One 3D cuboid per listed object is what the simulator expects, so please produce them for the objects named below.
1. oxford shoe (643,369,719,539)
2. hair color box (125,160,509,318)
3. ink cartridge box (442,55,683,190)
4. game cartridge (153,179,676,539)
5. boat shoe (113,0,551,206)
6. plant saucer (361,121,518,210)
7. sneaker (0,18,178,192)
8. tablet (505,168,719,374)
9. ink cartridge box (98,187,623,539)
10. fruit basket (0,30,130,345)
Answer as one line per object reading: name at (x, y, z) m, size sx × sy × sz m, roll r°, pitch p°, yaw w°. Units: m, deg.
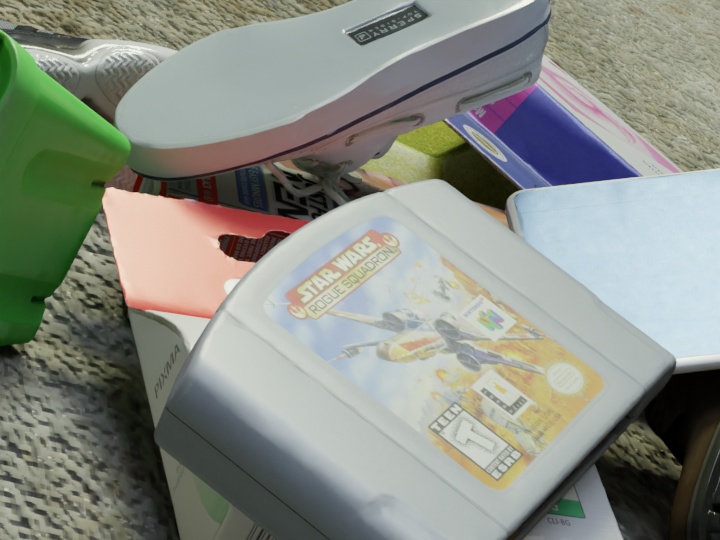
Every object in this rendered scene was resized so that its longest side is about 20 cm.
oxford shoe at (0.155, 0.069, 1.055) m, size 0.084 × 0.073 × 0.200 m, roll -19°, pitch 23°, yaw 32°
hair color box at (0.000, 0.000, 1.103) m, size 0.199 × 0.064 × 0.111 m, roll 17°, pitch 19°, yaw -13°
ink cartridge box at (0.129, -0.039, 1.234) m, size 0.196 × 0.043 × 0.200 m, roll 42°, pitch 11°, yaw 9°
game cartridge at (0.020, 0.037, 0.890) m, size 0.133 × 0.042 × 0.200 m, roll 40°, pitch 35°, yaw 8°
boat shoe at (-0.008, -0.066, 1.074) m, size 0.201 × 0.086 × 0.075 m, roll -25°, pitch 45°, yaw -22°
plant saucer at (-0.002, -0.075, 1.326) m, size 0.199 × 0.048 × 0.200 m, roll 25°, pitch 20°, yaw 17°
sneaker at (-0.156, -0.092, 1.176) m, size 0.199 × 0.076 × 0.114 m, roll 1°, pitch 29°, yaw -37°
tablet at (0.167, -0.003, 1.057) m, size 0.199 × 0.014 × 0.130 m, roll -7°, pitch 38°, yaw -3°
ink cartridge box at (-0.003, 0.035, 0.943) m, size 0.160 × 0.050 × 0.201 m, roll 9°, pitch 43°, yaw -27°
fruit basket at (-0.211, -0.074, 0.952) m, size 0.215 × 0.156 × 0.216 m, roll 28°, pitch 8°, yaw -4°
